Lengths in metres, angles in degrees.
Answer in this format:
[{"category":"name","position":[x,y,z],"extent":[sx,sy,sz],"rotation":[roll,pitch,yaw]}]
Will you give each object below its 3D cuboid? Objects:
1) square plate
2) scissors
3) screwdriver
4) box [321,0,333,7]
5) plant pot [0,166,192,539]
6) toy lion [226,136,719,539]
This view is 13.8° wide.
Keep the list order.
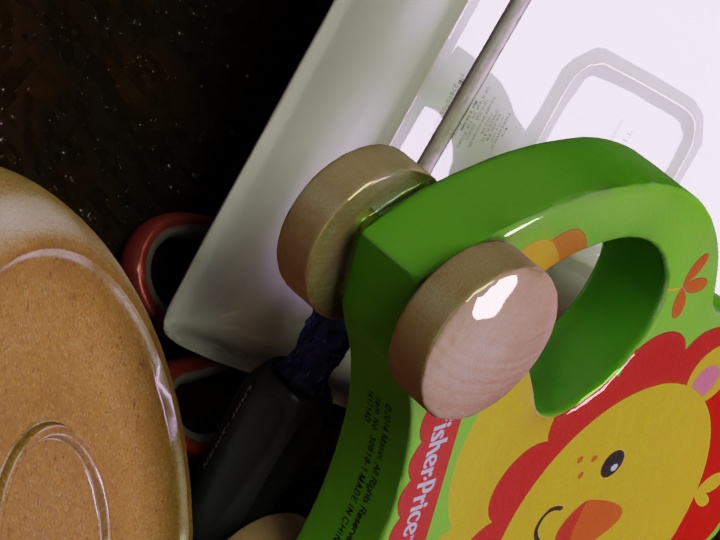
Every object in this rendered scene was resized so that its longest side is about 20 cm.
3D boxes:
[{"category":"square plate","position":[0.064,-0.034,0.888],"extent":[0.198,0.028,0.201],"rotation":[24,97,-39]},{"category":"scissors","position":[0.004,-0.005,0.917],"extent":[0.200,0.014,0.073],"rotation":[-25,95,-39]},{"category":"screwdriver","position":[0.000,0.000,0.819],"extent":[0.028,0.200,0.029],"rotation":[35,29,11]},{"category":"box","position":[-0.003,-0.153,0.900],"extent":[0.200,0.060,0.117],"rotation":[35,57,-28]},{"category":"plant pot","position":[-0.088,0.071,0.760],"extent":[0.200,0.027,0.201],"rotation":[-1,90,-69]},{"category":"toy lion","position":[0.052,0.049,0.854],"extent":[0.191,0.069,0.201],"rotation":[-17,134,-39]}]
